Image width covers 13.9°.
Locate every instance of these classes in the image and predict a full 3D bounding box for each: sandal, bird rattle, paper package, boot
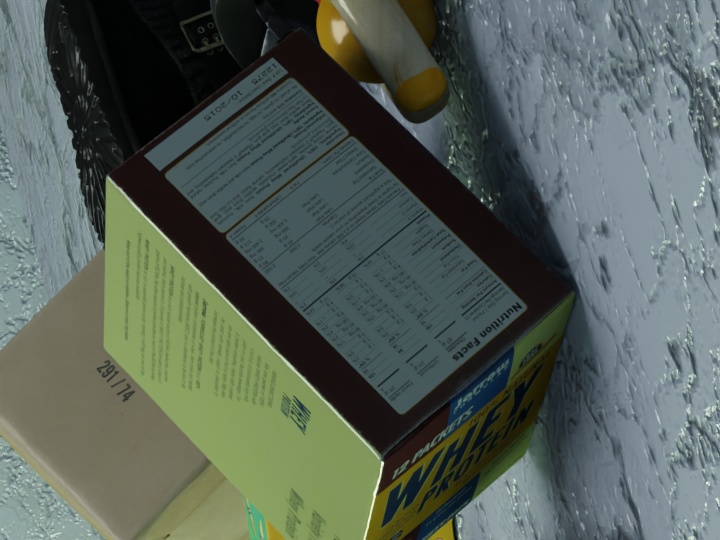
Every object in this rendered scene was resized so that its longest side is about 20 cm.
[{"bbox_3d":[-0.035,-0.116,1.739,0.201,0.076,0.043,73,174,-46],"label":"sandal"},{"bbox_3d":[-0.011,-0.146,1.537,0.164,0.112,0.200,59,172,-5],"label":"bird rattle"},{"bbox_3d":[-0.128,0.086,1.957,0.200,0.191,0.104,40,173,37],"label":"paper package"},{"bbox_3d":[-0.096,-0.098,1.819,0.080,0.157,0.212,120,138,-57],"label":"boot"}]

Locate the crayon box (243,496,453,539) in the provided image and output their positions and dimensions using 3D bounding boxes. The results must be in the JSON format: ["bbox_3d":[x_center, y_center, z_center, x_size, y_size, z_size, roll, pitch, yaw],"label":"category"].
[{"bbox_3d":[-0.004,0.176,1.819,0.058,0.118,0.201,-123,21,-54],"label":"crayon box"}]

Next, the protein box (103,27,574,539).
[{"bbox_3d":[-0.017,0.027,1.508,0.200,0.135,0.199,45,158,16],"label":"protein box"}]
